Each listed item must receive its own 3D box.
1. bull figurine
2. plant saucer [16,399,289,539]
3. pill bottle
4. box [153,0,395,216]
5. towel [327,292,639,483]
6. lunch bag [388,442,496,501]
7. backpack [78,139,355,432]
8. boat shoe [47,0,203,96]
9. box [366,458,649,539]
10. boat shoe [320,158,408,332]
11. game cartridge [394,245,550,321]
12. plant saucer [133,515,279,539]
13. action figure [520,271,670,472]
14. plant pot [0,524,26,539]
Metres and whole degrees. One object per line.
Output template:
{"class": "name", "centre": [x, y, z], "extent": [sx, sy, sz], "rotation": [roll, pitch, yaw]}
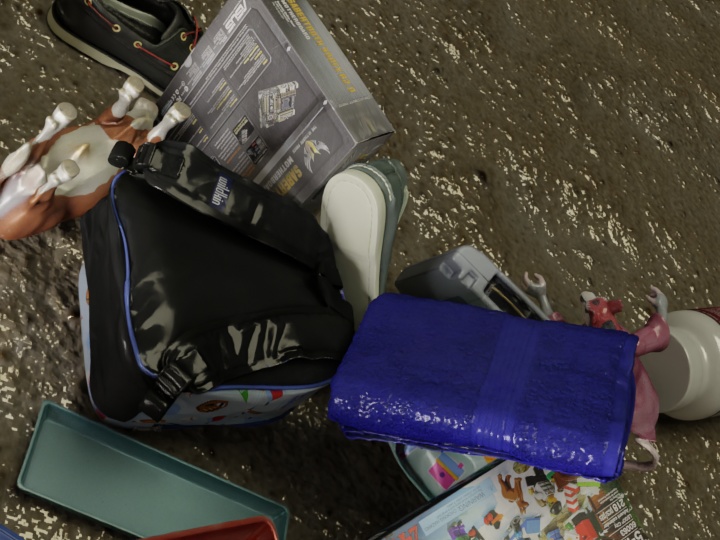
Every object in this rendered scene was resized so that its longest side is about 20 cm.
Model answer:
{"class": "bull figurine", "centre": [-0.199, -0.087, 0.911], "extent": [0.065, 0.121, 0.200], "rotation": [47, 45, -1]}
{"class": "plant saucer", "centre": [-0.139, 0.159, 0.834], "extent": [0.199, 0.019, 0.070], "rotation": [28, 44, -21]}
{"class": "pill bottle", "centre": [0.361, 0.095, 1.261], "extent": [0.199, 0.113, 0.113], "rotation": [-2, 60, -43]}
{"class": "box", "centre": [-0.082, -0.111, 0.964], "extent": [0.048, 0.200, 0.159], "rotation": [-24, 75, -46]}
{"class": "towel", "centre": [0.088, 0.080, 0.835], "extent": [0.199, 0.050, 0.148], "rotation": [11, 32, 13]}
{"class": "lunch bag", "centre": [0.094, 0.129, 0.953], "extent": [0.200, 0.122, 0.170], "rotation": [41, 13, -6]}
{"class": "backpack", "centre": [-0.104, 0.031, 0.869], "extent": [0.189, 0.154, 0.201], "rotation": [7, 63, -32]}
{"class": "boat shoe", "centre": [-0.171, -0.200, 1.067], "extent": [0.201, 0.063, 0.074], "rotation": [25, 42, -27]}
{"class": "box", "centre": [0.103, 0.199, 0.800], "extent": [0.199, 0.038, 0.137], "rotation": [-25, 84, -32]}
{"class": "boat shoe", "centre": [0.000, 0.000, 0.954], "extent": [0.073, 0.201, 0.062], "rotation": [28, 41, 23]}
{"class": "game cartridge", "centre": [0.124, 0.062, 1.062], "extent": [0.200, 0.133, 0.041], "rotation": [45, 65, -11]}
{"class": "plant saucer", "centre": [-0.114, 0.266, 0.743], "extent": [0.199, 0.037, 0.201], "rotation": [-1, 65, -42]}
{"class": "action figure", "centre": [0.211, 0.084, 1.099], "extent": [0.133, 0.200, 0.150], "rotation": [1, 66, 12]}
{"class": "plant pot", "centre": [-0.267, 0.201, 0.553], "extent": [0.200, 0.200, 0.180], "rotation": [36, 47, -14]}
